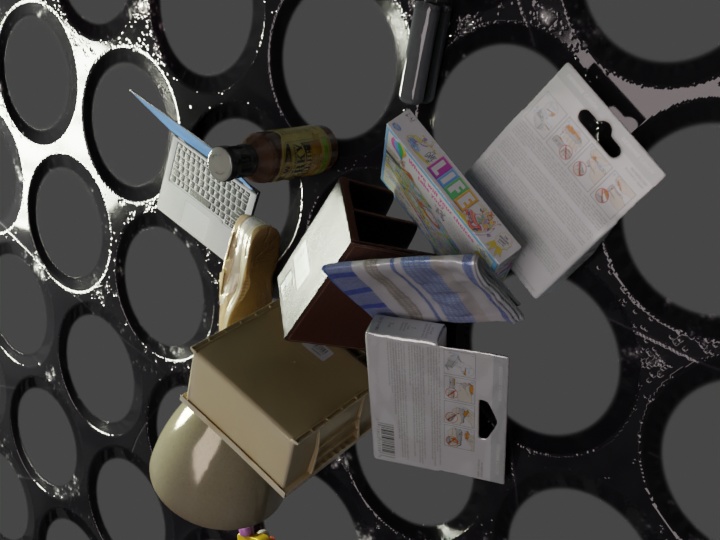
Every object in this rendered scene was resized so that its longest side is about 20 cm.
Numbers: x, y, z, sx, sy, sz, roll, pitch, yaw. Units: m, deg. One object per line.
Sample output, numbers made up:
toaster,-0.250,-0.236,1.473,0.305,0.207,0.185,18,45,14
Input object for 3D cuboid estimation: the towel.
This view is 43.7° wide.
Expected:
towel,0.071,0.025,1.009,0.197,0.147,0.024,-3,62,31

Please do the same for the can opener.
can opener,0.089,-0.286,1.016,0.066,0.052,0.203,28,116,28

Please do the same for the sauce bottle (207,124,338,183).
sauce bottle,-0.106,-0.141,1.106,0.064,0.199,0.066,11,109,34

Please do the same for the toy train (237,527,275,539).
toy train,-0.145,0.467,1.368,0.198,0.055,0.153,32,119,32

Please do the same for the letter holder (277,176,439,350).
letter holder,0.000,0.000,1.123,0.201,0.140,0.102,-53,36,42

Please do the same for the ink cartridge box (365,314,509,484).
ink cartridge box,0.095,0.156,1.082,0.170,0.044,0.203,7,124,17

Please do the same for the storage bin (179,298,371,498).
storage bin,-0.092,0.150,1.164,0.199,0.197,0.095,36,131,26

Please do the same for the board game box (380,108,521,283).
board game box,0.096,-0.069,1.022,0.201,0.034,0.135,54,167,15

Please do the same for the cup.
cup,-0.180,0.229,1.238,0.199,0.199,0.145,37,125,25

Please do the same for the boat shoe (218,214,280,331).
boat shoe,-0.166,0.014,1.276,0.069,0.073,0.203,38,120,38

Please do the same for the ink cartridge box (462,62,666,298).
ink cartridge box,0.212,-0.094,0.972,0.161,0.047,0.200,53,123,16

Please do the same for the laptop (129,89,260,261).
laptop,-0.248,-0.125,1.272,0.186,0.115,0.203,35,119,27
